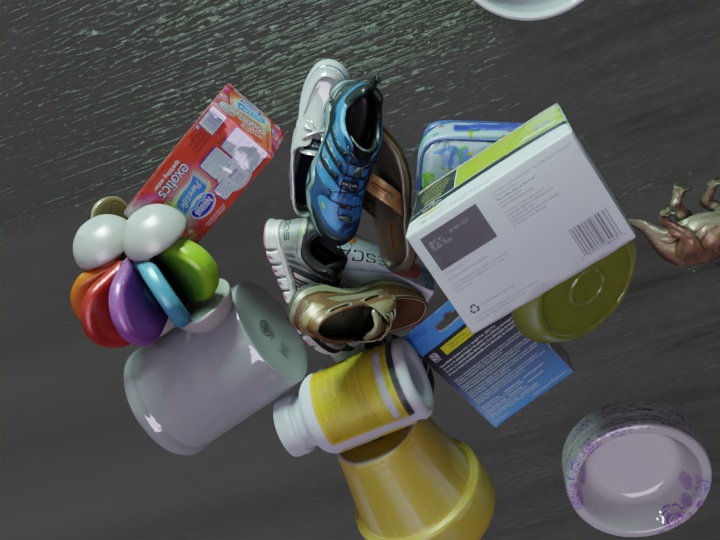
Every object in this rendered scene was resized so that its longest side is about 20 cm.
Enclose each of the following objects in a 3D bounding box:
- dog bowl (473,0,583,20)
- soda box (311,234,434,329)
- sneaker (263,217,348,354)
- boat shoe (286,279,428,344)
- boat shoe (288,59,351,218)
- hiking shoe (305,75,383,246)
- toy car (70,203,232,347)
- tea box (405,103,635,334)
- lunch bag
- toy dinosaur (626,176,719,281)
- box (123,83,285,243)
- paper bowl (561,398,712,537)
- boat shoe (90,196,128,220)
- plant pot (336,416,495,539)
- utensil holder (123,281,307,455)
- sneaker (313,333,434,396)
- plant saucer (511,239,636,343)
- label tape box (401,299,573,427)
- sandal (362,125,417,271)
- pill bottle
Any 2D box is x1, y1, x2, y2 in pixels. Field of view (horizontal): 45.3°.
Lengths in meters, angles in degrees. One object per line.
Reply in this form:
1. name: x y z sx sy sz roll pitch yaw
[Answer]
1. dog bowl: 0.188 -0.385 0.950 0.198 0.079 0.202 2 116 5
2. soda box: 0.000 0.000 1.165 0.199 0.064 0.069 25 116 -8
3. sneaker: -0.050 0.017 1.101 0.087 0.074 0.201 -15 110 21
4. boat shoe: 0.005 0.061 1.069 0.199 0.074 0.076 -3 117 -35
5. boat shoe: -0.050 -0.161 1.089 0.073 0.065 0.201 8 116 2
6. hiking shoe: -0.018 -0.128 1.023 0.074 0.087 0.202 3 95 -21
7. toy car: -0.270 0.026 1.058 0.199 0.150 0.176 -8 127 29
8. tea box: 0.172 -0.064 0.952 0.199 0.197 0.134 -32 103 18
9. lunch bag: 0.169 -0.109 1.085 0.198 0.083 0.162 1 117 5
10. toy dinosaur: 0.442 -0.038 1.097 0.198 0.086 0.136 -8 122 15
11. box: -0.199 -0.125 1.103 0.100 0.096 0.200 39 114 -14
12. paper bowl: 0.390 0.273 1.239 0.199 0.105 0.202 2 116 4
13. boat shoe: -0.324 -0.005 1.186 0.072 0.065 0.201 -27 111 -27
14. plant pot: 0.063 0.287 1.213 0.200 0.201 0.190 -23 119 16
15. utensil holder: -0.197 0.132 1.192 0.199 0.170 0.170 -35 108 17
16. sneaker: 0.020 0.126 1.230 0.200 0.074 0.080 40 128 -9
17. plant saucer: 0.283 0.015 1.107 0.199 0.031 0.201 -16 127 -22
18. label tape box: 0.175 0.102 1.197 0.144 0.063 0.200 -40 107 20
19. sandal: 0.024 -0.091 1.092 0.080 0.054 0.202 7 112 51
20. pill bottle: -0.011 0.175 1.144 0.199 0.112 0.113 -24 112 15
